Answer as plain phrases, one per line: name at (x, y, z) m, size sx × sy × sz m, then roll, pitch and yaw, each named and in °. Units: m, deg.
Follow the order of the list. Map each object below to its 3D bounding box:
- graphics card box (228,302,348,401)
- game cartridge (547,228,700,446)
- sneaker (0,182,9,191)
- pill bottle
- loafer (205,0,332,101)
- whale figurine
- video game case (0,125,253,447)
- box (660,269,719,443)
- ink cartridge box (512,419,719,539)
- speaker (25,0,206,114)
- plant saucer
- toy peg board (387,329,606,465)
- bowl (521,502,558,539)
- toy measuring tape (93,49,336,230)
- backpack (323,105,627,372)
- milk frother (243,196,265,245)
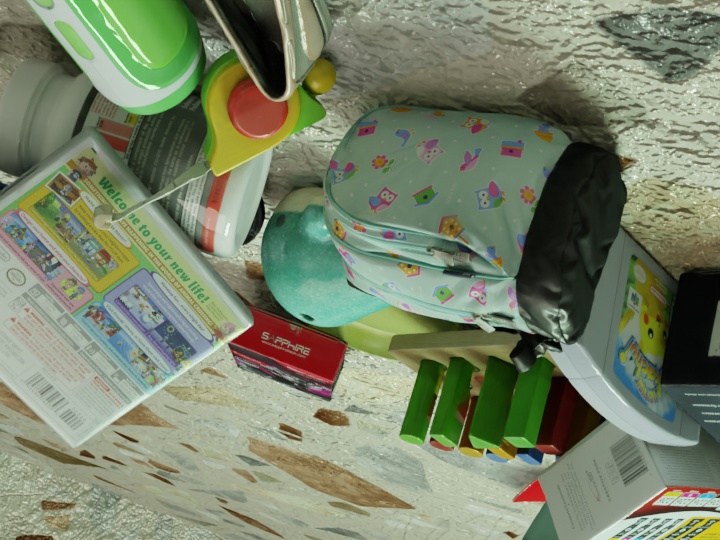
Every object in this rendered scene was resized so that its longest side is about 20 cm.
graphics card box at (-0.081, 0.095, 1.276) m, size 0.125 × 0.051 × 0.200 m, roll 20°, pitch 168°, yaw 1°
game cartridge at (0.218, 0.057, 0.903) m, size 0.040 × 0.134 × 0.200 m, roll -7°, pitch 146°, yaw 45°
sneaker at (-0.236, -0.017, 0.898) m, size 0.199 × 0.071 × 0.078 m, roll 31°, pitch 169°, yaw -25°
pill bottle at (-0.177, -0.092, 0.894) m, size 0.198 × 0.117 × 0.116 m, roll 18°, pitch 157°, yaw 1°
loafer at (-0.072, -0.181, 0.685) m, size 0.071 × 0.063 × 0.200 m, roll 6°, pitch 154°, yaw 26°
whale figurine at (0.000, 0.000, 0.963) m, size 0.199 × 0.104 × 0.159 m, roll 10°, pitch 157°, yaw 40°
video game case at (-0.210, 0.019, 0.856) m, size 0.200 × 0.181 × 0.022 m, roll 52°, pitch -173°, yaw -28°
box at (0.354, 0.088, 0.906) m, size 0.147 × 0.105 × 0.200 m, roll -4°, pitch 149°, yaw 42°
ink cartridge box at (0.271, 0.207, 1.045) m, size 0.199 × 0.084 × 0.176 m, roll 9°, pitch 138°, yaw -34°
speaker at (-0.172, -0.187, 0.719) m, size 0.088 × 0.089 × 0.200 m, roll 8°, pitch 154°, yaw 24°
plant saucer at (0.017, 0.038, 1.145) m, size 0.198 × 0.031 × 0.200 m, roll 15°, pitch 156°, yaw 7°
toy peg board at (0.148, 0.146, 1.097) m, size 0.199 × 0.098 × 0.199 m, roll -6°, pitch 146°, yaw 45°
bowl at (0.316, 0.353, 1.518) m, size 0.199 × 0.106 × 0.201 m, roll 16°, pitch 157°, yaw 7°
toy measuring tape at (-0.110, -0.102, 0.791) m, size 0.199 × 0.074 × 0.074 m, roll -28°, pitch 150°, yaw -2°
backpack at (0.073, -0.038, 0.804) m, size 0.199 × 0.167 × 0.127 m, roll 11°, pitch 141°, yaw 25°
milk frother at (-0.209, -0.018, 0.992) m, size 0.199 × 0.189 × 0.180 m, roll -4°, pitch 149°, yaw 42°
